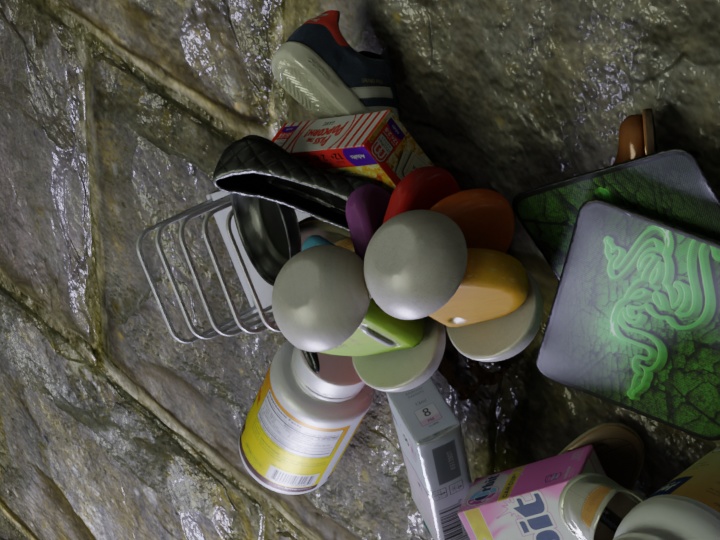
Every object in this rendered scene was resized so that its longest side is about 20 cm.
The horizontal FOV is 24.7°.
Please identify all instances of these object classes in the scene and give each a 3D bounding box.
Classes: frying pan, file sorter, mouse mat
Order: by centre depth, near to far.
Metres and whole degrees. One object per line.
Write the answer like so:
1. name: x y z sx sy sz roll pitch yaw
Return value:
1. mouse mat: 0.222 0.003 1.238 0.161 0.008 0.200 -16 121 39
2. mouse mat: 0.225 0.042 1.253 0.161 0.008 0.200 21 136 12
3. frying pan: -0.066 -0.015 1.451 0.190 0.031 0.115 55 151 30
4. file sorter: -0.117 -0.009 1.651 0.200 0.124 0.139 -10 104 54

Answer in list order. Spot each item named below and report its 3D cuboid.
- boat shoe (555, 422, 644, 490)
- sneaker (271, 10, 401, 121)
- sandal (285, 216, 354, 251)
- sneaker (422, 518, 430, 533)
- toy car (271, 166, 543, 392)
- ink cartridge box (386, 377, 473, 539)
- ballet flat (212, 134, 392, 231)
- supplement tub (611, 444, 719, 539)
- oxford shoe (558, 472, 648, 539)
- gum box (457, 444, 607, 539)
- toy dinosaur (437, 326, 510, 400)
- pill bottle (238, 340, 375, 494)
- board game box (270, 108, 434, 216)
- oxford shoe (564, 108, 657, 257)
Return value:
1. boat shoe: 0.187 0.204 1.448 0.072 0.065 0.200 31 118 7
2. sneaker: 0.012 -0.145 1.450 0.075 0.085 0.200 -1 136 51
3. sandal: 0.000 0.000 1.439 0.200 0.054 0.080 13 147 43
4. sneaker: 0.121 0.274 1.570 0.200 0.080 0.072 23 131 43
5. toy car: 0.033 -0.004 1.273 0.200 0.175 0.150 -20 61 28
6. ink cartridge box: 0.042 0.131 1.485 0.200 0.057 0.163 54 165 43
7. ballet flat: -0.031 -0.054 1.378 0.200 0.057 0.067 23 150 16
8. supplement tub: 0.278 0.212 1.223 0.144 0.200 0.145 30 134 37
9. oxford shoe: 0.247 0.229 1.322 0.200 0.075 0.058 33 174 -17
10. gum box: 0.180 0.262 1.397 0.113 0.066 0.200 -21 102 26
11. toy dinosaur: 0.080 0.072 1.516 0.106 0.060 0.200 49 166 19
12. pill bottle: -0.052 0.137 1.677 0.109 0.109 0.200 49 143 18
13. board game box: 0.025 -0.050 1.442 0.151 0.046 0.200 -1 137 52
14. oxford shoe: 0.190 -0.036 1.265 0.071 0.071 0.200 8 127 4
